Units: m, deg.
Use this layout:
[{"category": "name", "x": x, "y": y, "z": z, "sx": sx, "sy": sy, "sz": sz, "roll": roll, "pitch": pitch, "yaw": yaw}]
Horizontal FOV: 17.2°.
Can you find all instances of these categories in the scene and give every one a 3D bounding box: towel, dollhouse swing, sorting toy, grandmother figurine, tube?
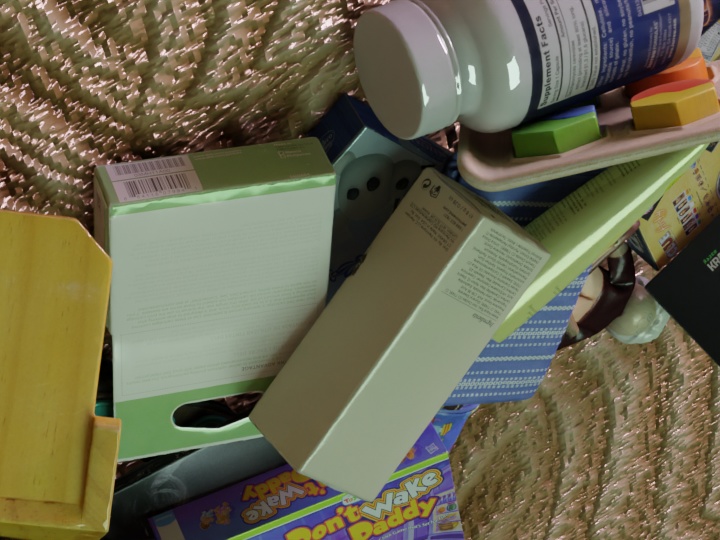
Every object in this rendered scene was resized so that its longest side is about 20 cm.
[{"category": "towel", "x": 0.088, "y": 0.007, "z": 1.589, "sx": 0.144, "sy": 0.024, "sz": 0.200, "roll": 0, "pitch": 127, "yaw": -30}, {"category": "dollhouse swing", "x": -0.243, "y": 0.062, "z": 1.401, "sx": 0.199, "sy": 0.176, "sz": 0.182, "roll": 6, "pitch": 169, "yaw": -10}, {"category": "sorting toy", "x": 0.160, "y": -0.100, "z": 1.491, "sx": 0.199, "sy": 0.185, "sz": 0.037, "roll": -8, "pitch": 106, "yaw": 6}, {"category": "grandmother figurine", "x": 0.164, "y": 0.021, "z": 1.787, "sx": 0.200, "sy": 0.061, "sz": 0.121, "roll": 13, "pitch": 130, "yaw": -48}, {"category": "tube", "x": 0.151, "y": -0.033, "z": 1.532, "sx": 0.200, "sy": 0.058, "sz": 0.052, "roll": -40, "pitch": 139, "yaw": 6}]

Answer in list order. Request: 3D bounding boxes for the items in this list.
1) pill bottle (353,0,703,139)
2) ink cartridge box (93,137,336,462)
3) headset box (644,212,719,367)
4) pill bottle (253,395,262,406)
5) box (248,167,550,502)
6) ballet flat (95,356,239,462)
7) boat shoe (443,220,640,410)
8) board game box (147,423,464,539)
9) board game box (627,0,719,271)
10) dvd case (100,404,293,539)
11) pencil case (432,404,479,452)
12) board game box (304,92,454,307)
[{"category": "pill bottle", "x": 0.101, "y": -0.149, "z": 1.456, "sx": 0.200, "sy": 0.111, "sz": 0.111, "roll": -21, "pitch": 145, "yaw": -23}, {"category": "ink cartridge box", "x": -0.092, "y": 0.019, "z": 1.487, "sx": 0.145, "sy": 0.048, "sz": 0.200, "roll": -9, "pitch": 129, "yaw": -17}, {"category": "headset box", "x": 0.320, "y": -0.017, "z": 1.794, "sx": 0.174, "sy": 0.093, "sz": 0.200, "roll": -46, "pitch": 168, "yaw": 13}, {"category": "pill bottle", "x": -0.066, "y": 0.172, "z": 1.708, "sx": 0.112, "sy": 0.113, "sz": 0.200, "roll": 12, "pitch": 124, "yaw": -50}, {"category": "box", "x": 0.024, "y": 0.041, "z": 1.492, "sx": 0.082, "sy": 0.068, "sz": 0.200, "roll": 29, "pitch": 101, "yaw": -47}, {"category": "ballet flat", "x": -0.131, "y": 0.096, "z": 1.582, "sx": 0.068, "sy": 0.068, "sz": 0.200, "roll": -42, "pitch": 139, "yaw": 15}, {"category": "boat shoe", "x": 0.122, "y": 0.028, "z": 1.668, "sx": 0.200, "sy": 0.072, "sz": 0.072, "roll": -55, "pitch": -173, "yaw": 15}, {"category": "board game box", "x": -0.031, "y": 0.189, "z": 1.606, "sx": 0.199, "sy": 0.045, "sz": 0.135, "roll": -21, "pitch": 133, "yaw": -9}, {"category": "board game box", "x": 0.227, "y": -0.099, "z": 1.690, "sx": 0.135, "sy": 0.035, "sz": 0.200, "roll": -42, "pitch": 146, "yaw": -6}, {"category": "dvd case", "x": -0.097, "y": 0.188, "z": 1.619, "sx": 0.148, "sy": 0.016, "sz": 0.200, "roll": -28, "pitch": 135, "yaw": 0}, {"category": "pencil case", "x": 0.023, "y": 0.144, "z": 1.788, "sx": 0.087, "sy": 0.078, "sz": 0.200, "roll": -31, "pitch": 153, "yaw": -49}, {"category": "board game box", "x": 0.000, "y": 0.000, "z": 1.584, "sx": 0.199, "sy": 0.043, "sz": 0.200, "roll": 26, "pitch": 114, "yaw": -41}]
